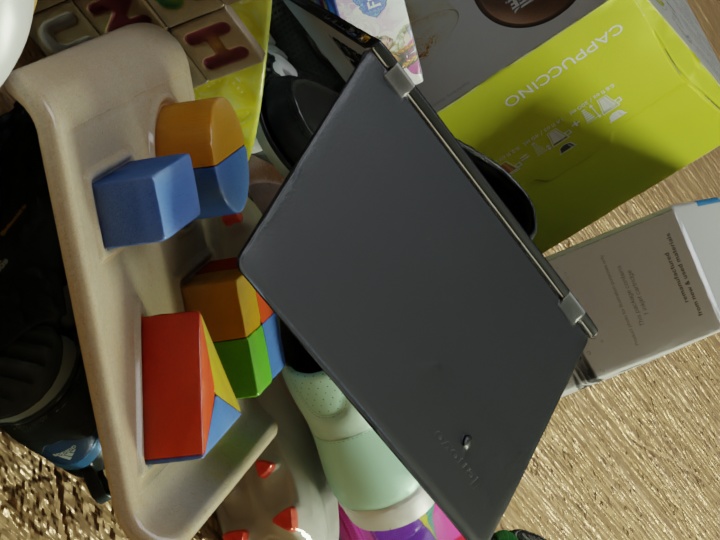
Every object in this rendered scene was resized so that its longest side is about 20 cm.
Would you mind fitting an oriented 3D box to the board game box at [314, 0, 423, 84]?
[{"bbox_3d":[-0.029,-0.230,1.259,0.200,0.041,0.200,-113,-175,-45],"label":"board game box"}]

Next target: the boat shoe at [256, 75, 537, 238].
[{"bbox_3d":[0.019,-0.057,1.223,0.201,0.063,0.074,30,46,-43],"label":"boat shoe"}]

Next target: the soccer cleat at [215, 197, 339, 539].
[{"bbox_3d":[-0.055,0.055,1.116,0.078,0.069,0.200,27,48,-67],"label":"soccer cleat"}]

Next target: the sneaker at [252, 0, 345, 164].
[{"bbox_3d":[-0.047,-0.117,1.306,0.090,0.066,0.200,33,26,-31],"label":"sneaker"}]

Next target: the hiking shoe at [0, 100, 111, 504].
[{"bbox_3d":[-0.131,0.001,0.992,0.087,0.074,0.200,56,29,-43],"label":"hiking shoe"}]

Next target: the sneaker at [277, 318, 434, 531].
[{"bbox_3d":[0.014,0.016,1.117,0.201,0.074,0.118,-76,149,-49],"label":"sneaker"}]

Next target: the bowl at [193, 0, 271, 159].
[{"bbox_3d":[-0.106,-0.153,1.140,0.200,0.107,0.201,-178,-90,-82],"label":"bowl"}]

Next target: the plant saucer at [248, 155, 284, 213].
[{"bbox_3d":[0.000,0.000,1.291,0.200,0.034,0.200,35,23,-17],"label":"plant saucer"}]

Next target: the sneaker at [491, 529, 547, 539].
[{"bbox_3d":[0.137,0.201,1.294,0.200,0.085,0.078,33,-43,56],"label":"sneaker"}]

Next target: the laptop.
[{"bbox_3d":[0.009,-0.007,1.039,0.187,0.116,0.200,52,-5,-28],"label":"laptop"}]

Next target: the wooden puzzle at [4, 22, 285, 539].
[{"bbox_3d":[-0.077,-0.002,0.962,0.185,0.046,0.200,-47,124,-72],"label":"wooden puzzle"}]

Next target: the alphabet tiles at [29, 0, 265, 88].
[{"bbox_3d":[-0.136,-0.152,1.012,0.200,0.167,0.008,52,37,-30],"label":"alphabet tiles"}]

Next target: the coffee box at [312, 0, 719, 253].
[{"bbox_3d":[0.095,-0.152,1.453,0.200,0.200,0.198,38,24,-53],"label":"coffee box"}]

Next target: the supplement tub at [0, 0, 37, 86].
[{"bbox_3d":[-0.191,-0.135,0.879,0.144,0.144,0.200,53,22,-28],"label":"supplement tub"}]

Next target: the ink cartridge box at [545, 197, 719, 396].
[{"bbox_3d":[0.136,0.029,1.425,0.086,0.200,0.146,67,20,5],"label":"ink cartridge box"}]

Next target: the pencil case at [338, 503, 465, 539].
[{"bbox_3d":[0.035,0.175,1.163,0.200,0.088,0.088,65,19,7],"label":"pencil case"}]
